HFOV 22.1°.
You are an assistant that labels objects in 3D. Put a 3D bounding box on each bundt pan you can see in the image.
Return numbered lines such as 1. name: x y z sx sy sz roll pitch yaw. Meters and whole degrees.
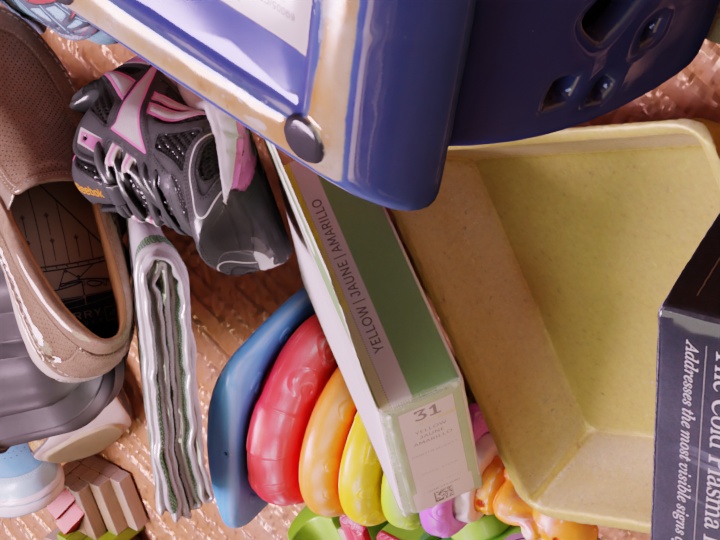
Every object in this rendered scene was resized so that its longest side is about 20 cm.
1. bundt pan: -0.177 -0.001 1.034 0.075 0.203 0.203 -5 127 7

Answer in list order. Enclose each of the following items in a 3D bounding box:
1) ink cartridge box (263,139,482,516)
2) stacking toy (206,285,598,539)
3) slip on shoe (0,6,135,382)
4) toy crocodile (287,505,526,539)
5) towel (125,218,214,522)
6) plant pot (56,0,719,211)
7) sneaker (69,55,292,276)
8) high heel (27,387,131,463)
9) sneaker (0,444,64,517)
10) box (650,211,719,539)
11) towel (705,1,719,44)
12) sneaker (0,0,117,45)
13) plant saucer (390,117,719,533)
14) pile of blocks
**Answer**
1. ink cartridge box: 0.000 0.000 0.817 0.201 0.048 0.146 78 170 -55
2. stacking toy: 0.031 0.093 0.930 0.199 0.110 0.117 20 127 24
3. slip on shoe: -0.161 -0.044 0.922 0.061 0.075 0.202 -31 73 65
4. toy crocodile: 0.039 0.150 0.993 0.199 0.062 0.068 11 130 46
5. towel: -0.105 0.021 0.976 0.200 0.030 0.150 -114 20 -66
6. plant pot: 0.005 -0.149 0.585 0.199 0.180 0.201 34 141 23
7. sneaker: -0.091 -0.046 0.867 0.200 0.086 0.081 -120 8 -64
8. high heel: -0.205 0.046 1.231 0.200 0.071 0.144 110 142 -68
9. sneaker: -0.283 0.080 1.305 0.200 0.079 0.131 36 145 42
10. box: 0.200 0.086 0.631 0.181 0.104 0.201 13 127 24
11. towel: 0.068 -0.189 0.664 0.192 0.034 0.201 23 135 34
12. sneaker: -0.132 -0.161 0.918 0.096 0.079 0.199 52 158 -25
13. plant saucer: 0.116 0.019 0.782 0.199 0.048 0.201 1 121 51
14. pile of blocks: -0.199 0.219 1.367 0.082 0.062 0.201 36 145 24
